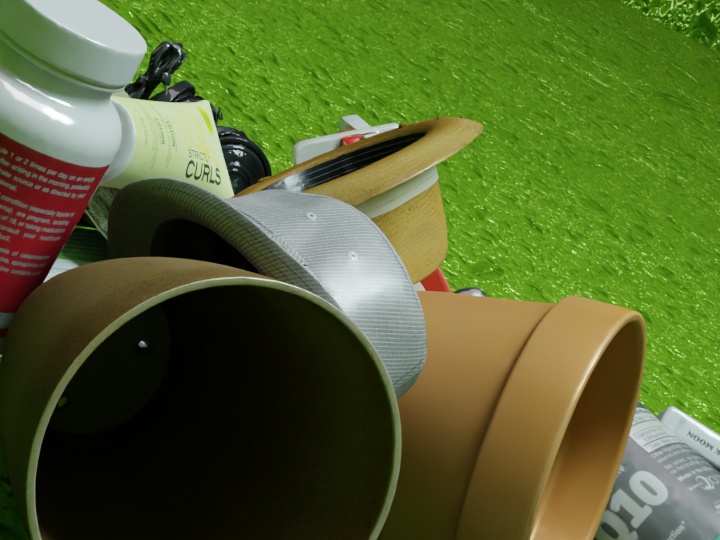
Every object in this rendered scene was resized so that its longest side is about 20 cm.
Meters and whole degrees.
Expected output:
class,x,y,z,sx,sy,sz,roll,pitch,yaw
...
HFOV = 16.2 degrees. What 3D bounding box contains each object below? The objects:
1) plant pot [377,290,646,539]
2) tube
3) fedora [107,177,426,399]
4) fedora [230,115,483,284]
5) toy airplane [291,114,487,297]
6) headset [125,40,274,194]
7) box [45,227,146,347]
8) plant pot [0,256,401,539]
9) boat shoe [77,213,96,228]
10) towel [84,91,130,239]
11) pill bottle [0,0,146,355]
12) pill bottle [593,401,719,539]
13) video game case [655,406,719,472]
class,x,y,z,sx,sy,sz,roll,pitch,yaw
plant pot,0.063,0.096,1.436,0.140,0.201,0.200,19,13,16
tube,-0.117,-0.073,1.497,0.052,0.058,0.200,27,6,17
fedora,-0.038,0.017,1.348,0.090,0.177,0.200,-33,52,-30
fedora,-0.004,-0.026,1.497,0.201,0.200,0.082,-53,122,-74
toy airplane,0.000,0.000,1.657,0.199,0.141,0.200,57,-5,21
headset,-0.110,-0.098,1.827,0.123,0.094,0.200,43,8,34
box,-0.133,0.040,1.490,0.200,0.036,0.144,43,19,29
plant pot,-0.104,0.066,1.252,0.186,0.187,0.200,23,6,-28
boat shoe,-0.215,-0.058,1.558,0.072,0.071,0.200,60,14,22
towel,-0.132,-0.043,1.545,0.200,0.036,0.148,48,16,5
pill bottle,-0.199,-0.056,1.351,0.112,0.200,0.112,29,17,-10
pill bottle,0.163,0.147,1.573,0.200,0.113,0.113,41,19,30
video game case,0.266,0.161,1.733,0.182,0.023,0.200,32,-11,2
